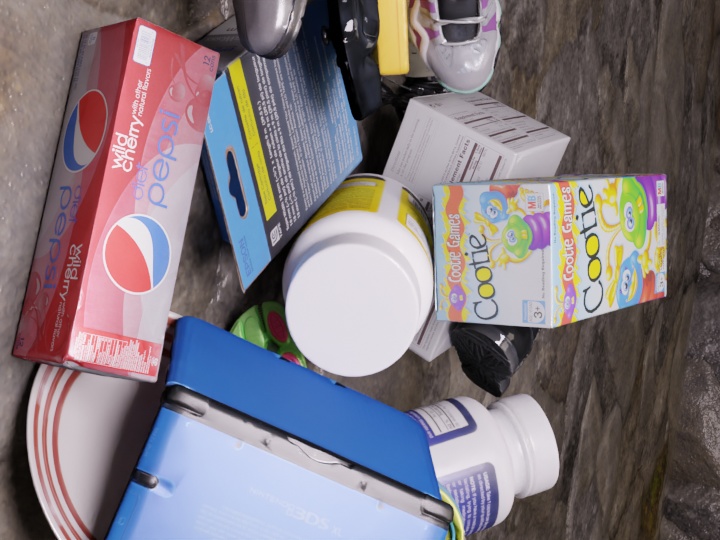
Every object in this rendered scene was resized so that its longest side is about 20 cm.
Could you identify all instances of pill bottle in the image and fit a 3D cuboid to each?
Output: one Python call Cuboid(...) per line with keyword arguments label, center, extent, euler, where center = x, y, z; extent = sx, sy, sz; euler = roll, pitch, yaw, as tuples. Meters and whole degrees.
Cuboid(label="pill bottle", center=(0.000, 0.000, 0.877), extent=(0.200, 0.112, 0.116), euler=(-76, 165, -74))
Cuboid(label="pill bottle", center=(0.071, 0.181, 1.025), extent=(0.197, 0.120, 0.122), euler=(-14, 115, -18))

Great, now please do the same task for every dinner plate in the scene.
Cuboid(label="dinner plate", center=(-0.129, 0.119, 0.731), extent=(0.199, 0.024, 0.203), euler=(31, 46, -37))

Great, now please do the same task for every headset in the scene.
Cuboid(label="headset", center=(0.080, -0.203, 1.087), extent=(0.199, 0.093, 0.125), euler=(-37, 130, -35))

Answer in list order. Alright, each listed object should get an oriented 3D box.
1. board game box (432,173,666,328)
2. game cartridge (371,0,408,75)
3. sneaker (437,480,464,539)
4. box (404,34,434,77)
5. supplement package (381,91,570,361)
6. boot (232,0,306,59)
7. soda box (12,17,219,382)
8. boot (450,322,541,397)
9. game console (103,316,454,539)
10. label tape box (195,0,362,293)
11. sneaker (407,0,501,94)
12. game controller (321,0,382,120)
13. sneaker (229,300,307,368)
Cuboid(label="board game box", center=(0.154, -0.021, 0.899), extent=(0.199, 0.102, 0.107), euler=(-9, 99, -51))
Cuboid(label="game cartridge", center=(0.018, -0.263, 0.916), extent=(0.200, 0.032, 0.179), euler=(-100, -174, -69))
Cuboid(label="sneaker", center=(0.034, 0.228, 0.884), extent=(0.078, 0.130, 0.203), euler=(-19, 114, -16))
Cuboid(label="box", center=(0.064, -0.277, 0.994), extent=(0.082, 0.067, 0.204), euler=(83, 5, -81))
Cuboid(label="supplement package", center=(0.084, -0.047, 1.045), extent=(0.155, 0.110, 0.202), euler=(-23, 139, -61))
Cuboid(label="boot", center=(-0.104, -0.231, 0.696), extent=(0.130, 0.069, 0.204), euler=(-3, 83, -39))
Cuboid(label="soda box", center=(-0.144, -0.040, 0.677), extent=(0.063, 0.069, 0.204), euler=(17, 79, -42))
Cuboid(label="boot", center=(0.163, 0.005, 1.047), extent=(0.201, 0.065, 0.165), euler=(-53, 168, -12))
Cuboid(label="game console", center=(-0.052, 0.142, 0.732), extent=(0.173, 0.198, 0.118), euler=(-68, -166, -12))
Cuboid(label="label tape box", center=(-0.075, -0.100, 0.823), extent=(0.200, 0.062, 0.146), euler=(-51, 138, -49))
Cuboid(label="sneaker", center=(0.065, -0.220, 0.838), extent=(0.140, 0.076, 0.203), euler=(-87, 165, -71))
Cuboid(label="game controller", center=(-0.011, -0.205, 0.820), extent=(0.105, 0.041, 0.202), euler=(88, -2, -53))
Cuboid(label="sneaker", center=(-0.063, 0.108, 0.912), extent=(0.084, 0.075, 0.203), euler=(-82, 165, -58))
